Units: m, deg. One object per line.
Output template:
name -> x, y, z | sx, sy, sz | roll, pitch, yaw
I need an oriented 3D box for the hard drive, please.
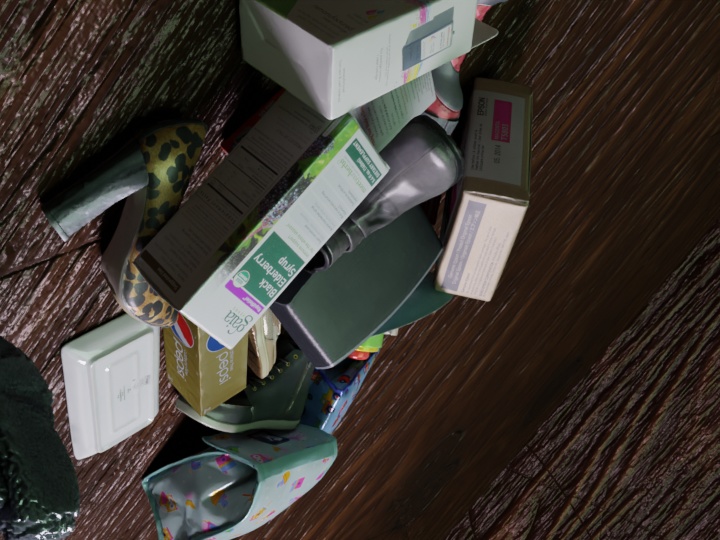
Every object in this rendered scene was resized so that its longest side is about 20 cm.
hard drive -> 0.000, 0.000, 0.931 | 0.200, 0.042, 0.135 | -46, 127, -17

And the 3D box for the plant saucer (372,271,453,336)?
plant saucer -> 0.014, 0.037, 1.066 | 0.198, 0.036, 0.200 | -18, -170, 3

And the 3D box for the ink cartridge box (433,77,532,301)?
ink cartridge box -> 0.142, -0.095, 1.018 | 0.166, 0.074, 0.201 | 100, 1, -48

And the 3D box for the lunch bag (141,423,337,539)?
lunch bag -> -0.143, 0.259, 1.101 | 0.199, 0.123, 0.170 | -32, 164, 30

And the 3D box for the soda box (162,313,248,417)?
soda box -> -0.158, 0.061, 0.898 | 0.064, 0.068, 0.201 | -32, 152, -30

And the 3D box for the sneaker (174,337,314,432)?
sneaker -> -0.133, 0.130, 1.058 | 0.199, 0.074, 0.107 | 13, 100, -55

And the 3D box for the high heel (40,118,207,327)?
high heel -> -0.159, -0.033, 0.748 | 0.142, 0.071, 0.201 | -36, 145, -8

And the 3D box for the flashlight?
flashlight -> 0.103, -0.228, 0.889 | 0.067, 0.068, 0.201 | -13, 139, -49

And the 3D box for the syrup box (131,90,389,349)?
syrup box -> -0.078, -0.044, 0.710 | 0.200, 0.081, 0.079 | -49, 143, -5

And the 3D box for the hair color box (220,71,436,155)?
hair color box -> -0.024, -0.140, 0.822 | 0.200, 0.064, 0.111 | -45, 156, -8

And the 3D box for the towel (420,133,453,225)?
towel -> 0.030, -0.099, 0.979 | 0.199, 0.022, 0.146 | -18, 127, -45

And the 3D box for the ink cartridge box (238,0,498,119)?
ink cartridge box -> 0.014, -0.209, 0.712 | 0.199, 0.117, 0.068 | -32, 144, -30

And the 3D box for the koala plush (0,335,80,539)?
koala plush -> -0.345, 0.145, 0.658 | 0.199, 0.185, 0.177 | -33, 151, 21

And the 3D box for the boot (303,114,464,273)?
boot -> 0.008, -0.054, 0.787 | 0.132, 0.070, 0.200 | -42, 180, -22

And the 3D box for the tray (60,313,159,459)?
tray -> -0.246, 0.120, 0.900 | 0.107, 0.022, 0.201 | -31, 151, -34

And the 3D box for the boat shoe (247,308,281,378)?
boat shoe -> -0.108, 0.045, 0.954 | 0.065, 0.072, 0.201 | -34, 147, -25

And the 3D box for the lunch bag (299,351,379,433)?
lunch bag -> -0.040, 0.171, 1.243 | 0.199, 0.094, 0.151 | -21, 144, -59

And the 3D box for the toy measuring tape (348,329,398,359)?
toy measuring tape -> 0.018, 0.085, 1.200 | 0.199, 0.074, 0.074 | 6, 124, -56
